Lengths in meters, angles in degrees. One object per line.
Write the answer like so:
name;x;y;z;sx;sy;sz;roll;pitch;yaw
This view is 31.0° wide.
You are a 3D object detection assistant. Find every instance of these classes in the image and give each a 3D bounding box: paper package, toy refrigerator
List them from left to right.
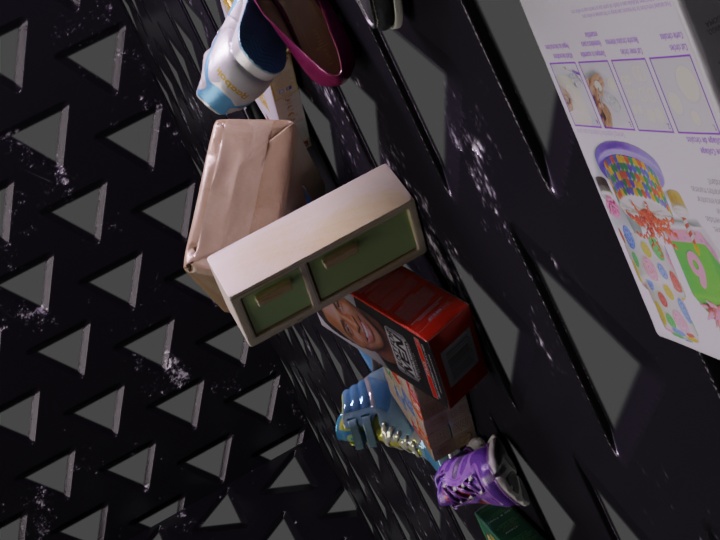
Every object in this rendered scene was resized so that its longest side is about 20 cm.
paper package;-0.118;-0.055;1.516;0.200;0.102;0.194;62;-143;-71
toy refrigerator;-0.039;-0.013;1.246;0.070;0.198;0.076;54;168;42

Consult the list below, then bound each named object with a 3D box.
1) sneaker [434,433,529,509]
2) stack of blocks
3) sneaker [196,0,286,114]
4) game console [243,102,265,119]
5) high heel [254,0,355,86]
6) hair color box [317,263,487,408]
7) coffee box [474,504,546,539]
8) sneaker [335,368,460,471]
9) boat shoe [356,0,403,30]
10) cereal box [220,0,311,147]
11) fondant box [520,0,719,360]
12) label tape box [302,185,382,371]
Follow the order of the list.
sneaker;0.124;0.230;1.395;0.081;0.083;0.200;61;170;5
stack of blocks;0.066;0.107;1.447;0.116;0.058;0.201;56;169;39
sneaker;-0.107;-0.219;1.232;0.076;0.081;0.201;43;-152;-15
game console;-0.172;-0.180;1.726;0.115;0.177;0.200;32;-177;2
high heel;-0.068;-0.253;1.147;0.201;0.067;0.096;50;-176;-13
hair color box;0.030;0.045;1.295;0.199;0.061;0.102;31;151;42
coffee box;0.196;0.339;1.420;0.124;0.044;0.200;65;172;-15
sneaker;0.044;0.213;1.660;0.201;0.129;0.080;55;168;39
boat shoe;-0.029;-0.254;0.917;0.075;0.065;0.201;47;161;60
cereal box;-0.114;-0.244;1.536;0.145;0.039;0.201;60;171;26
fondant box;0.140;-0.059;0.529;0.202;0.058;0.144;66;171;-13
label tape box;0.000;0.000;1.503;0.145;0.063;0.201;57;166;33
